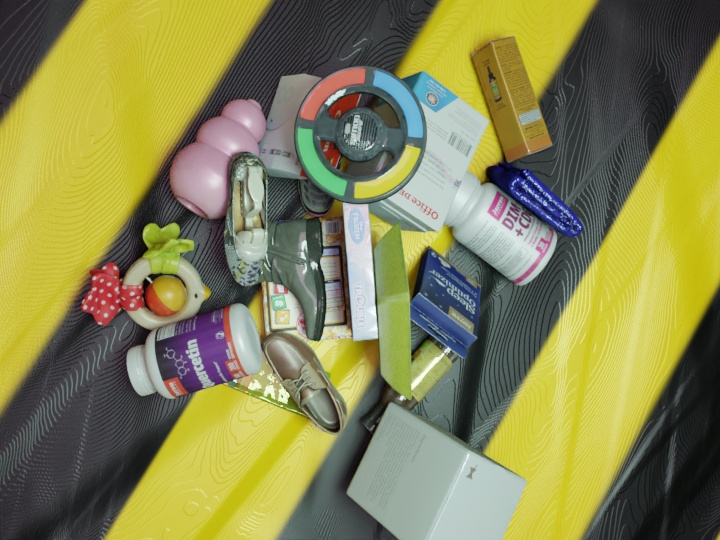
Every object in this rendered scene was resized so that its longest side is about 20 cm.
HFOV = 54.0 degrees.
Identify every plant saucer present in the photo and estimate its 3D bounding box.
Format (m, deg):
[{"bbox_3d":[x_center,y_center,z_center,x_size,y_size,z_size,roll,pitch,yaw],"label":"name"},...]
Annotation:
[{"bbox_3d":[0.048,0.062,1.102,0.046,0.202,0.204,-4,124,1],"label":"plant saucer"}]

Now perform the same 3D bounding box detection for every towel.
[{"bbox_3d":[-0.152,0.177,1.186,0.196,0.018,0.088,24,86,-9],"label":"towel"},{"bbox_3d":[0.290,-0.126,1.180,0.146,0.200,0.050,34,102,-9],"label":"towel"}]

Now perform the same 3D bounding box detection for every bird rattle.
[{"bbox_3d":[-0.331,0.029,1.120,0.200,0.112,0.164,-44,112,-5],"label":"bird rattle"}]

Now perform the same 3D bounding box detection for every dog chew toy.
[{"bbox_3d":[-0.219,-0.186,1.134,0.123,0.124,0.203,31,76,-8],"label":"dog chew toy"}]

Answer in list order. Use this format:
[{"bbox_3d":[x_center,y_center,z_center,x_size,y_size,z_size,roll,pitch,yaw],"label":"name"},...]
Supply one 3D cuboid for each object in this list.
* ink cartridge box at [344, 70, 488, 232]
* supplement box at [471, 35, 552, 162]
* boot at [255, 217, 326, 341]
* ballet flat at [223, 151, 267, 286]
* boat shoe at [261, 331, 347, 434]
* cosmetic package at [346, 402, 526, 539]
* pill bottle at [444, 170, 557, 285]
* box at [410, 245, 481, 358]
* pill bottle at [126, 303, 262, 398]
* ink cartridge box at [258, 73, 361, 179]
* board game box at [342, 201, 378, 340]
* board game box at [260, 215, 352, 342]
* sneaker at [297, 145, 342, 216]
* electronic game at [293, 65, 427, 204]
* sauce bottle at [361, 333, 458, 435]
[{"bbox_3d":[0.082,-0.186,1.153,0.145,0.145,0.204,29,82,-23],"label":"ink cartridge box"},{"bbox_3d":[0.265,-0.300,1.238,0.068,0.066,0.205,-23,94,-27],"label":"supplement box"},{"bbox_3d":[-0.121,0.014,1.134,0.127,0.068,0.206,-4,90,2],"label":"boot"},{"bbox_3d":[-0.168,-0.077,1.064,0.070,0.072,0.207,-1,95,-10],"label":"ballet flat"},{"bbox_3d":[-0.085,0.183,1.141,0.075,0.072,0.201,-40,103,3],"label":"boat shoe"},{"bbox_3d":[0.117,0.341,1.113,0.166,0.198,0.169,33,83,-36],"label":"cosmetic package"},{"bbox_3d":[0.228,-0.076,1.210,0.198,0.113,0.115,35,83,-8],"label":"pill bottle"},{"bbox_3d":[0.142,0.048,1.160,0.120,0.201,0.033,36,121,-9],"label":"box"},{"bbox_3d":[-0.259,0.131,1.110,0.195,0.112,0.115,-17,92,2],"label":"pill bottle"},{"bbox_3d":[-0.088,-0.229,1.117,0.047,0.198,0.164,22,85,-36],"label":"ink cartridge box"},{"bbox_3d":[0.000,0.000,1.123,0.042,0.199,0.206,-4,89,0],"label":"board game box"},{"bbox_3d":[-0.094,0.017,1.184,0.147,0.046,0.206,-4,90,-10],"label":"board game box"},{"bbox_3d":[-0.059,-0.193,1.174,0.072,0.087,0.206,12,87,-9],"label":"sneaker"},{"bbox_3d":[0.000,-0.198,1.024,0.194,0.042,0.206,0,84,4],"label":"electronic game"},{"bbox_3d":[0.082,0.198,1.204,0.065,0.065,0.200,45,81,-6],"label":"sauce bottle"}]
